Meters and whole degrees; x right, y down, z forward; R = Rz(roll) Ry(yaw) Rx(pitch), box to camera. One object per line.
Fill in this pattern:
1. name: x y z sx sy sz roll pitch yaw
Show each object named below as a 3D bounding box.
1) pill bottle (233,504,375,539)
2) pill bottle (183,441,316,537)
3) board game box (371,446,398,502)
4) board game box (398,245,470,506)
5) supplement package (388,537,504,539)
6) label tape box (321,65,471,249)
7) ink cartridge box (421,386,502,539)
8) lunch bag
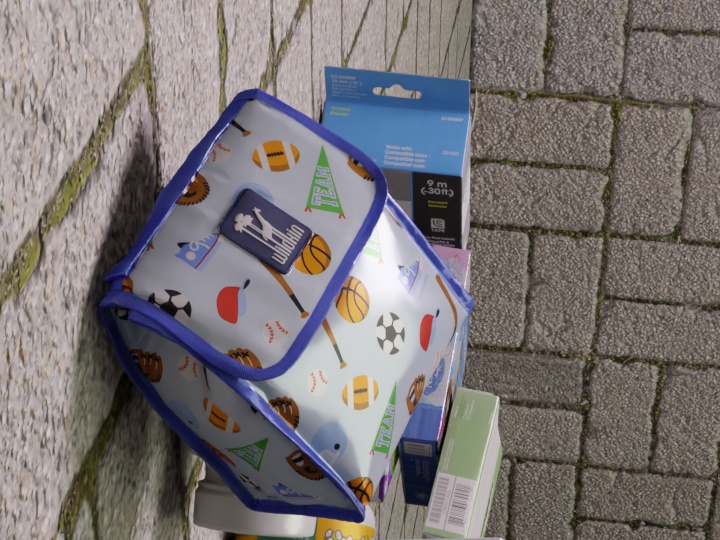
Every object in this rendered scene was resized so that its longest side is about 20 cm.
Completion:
1. pill bottle: -0.047 0.235 1.279 0.113 0.112 0.201 69 27 -74
2. pill bottle: -0.061 0.072 1.073 0.111 0.110 0.201 40 55 -81
3. board game box: -0.010 0.130 1.532 0.200 0.103 0.105 -60 154 -73
4. board game box: 0.075 0.109 1.596 0.200 0.043 0.200 82 16 -64
5. supplement package: 0.050 0.348 1.456 0.147 0.199 0.192 44 44 -62
6. label tape box: 0.032 -0.096 1.554 0.200 0.144 0.063 86 14 -49
7. ink cartridge box: 0.102 0.213 1.575 0.200 0.048 0.146 79 25 -68
8. lunch bag: -0.045 0.020 0.928 0.200 0.124 0.170 51 53 -31
